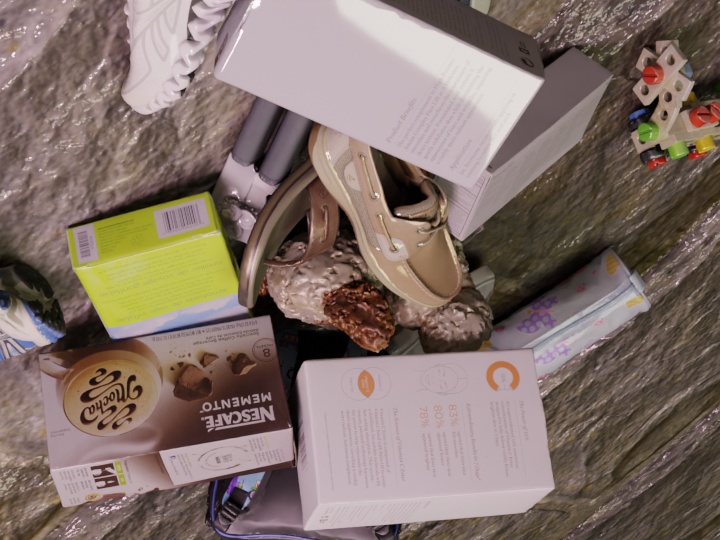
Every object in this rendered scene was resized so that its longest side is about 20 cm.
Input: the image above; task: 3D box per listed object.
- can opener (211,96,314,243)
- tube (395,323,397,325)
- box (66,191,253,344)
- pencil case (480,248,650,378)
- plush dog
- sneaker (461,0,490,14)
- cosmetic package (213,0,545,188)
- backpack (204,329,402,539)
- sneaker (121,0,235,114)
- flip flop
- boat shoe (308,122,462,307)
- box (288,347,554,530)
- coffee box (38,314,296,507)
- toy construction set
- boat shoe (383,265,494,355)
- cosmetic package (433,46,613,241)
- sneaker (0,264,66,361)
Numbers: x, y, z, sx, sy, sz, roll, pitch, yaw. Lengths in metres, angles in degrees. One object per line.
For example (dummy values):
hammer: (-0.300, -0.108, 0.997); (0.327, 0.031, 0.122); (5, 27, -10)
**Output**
can opener: (-0.072, -0.100, 1.182); (0.066, 0.053, 0.200); (-50, 172, -46)
tube: (0.006, 0.077, 1.498); (0.052, 0.058, 0.200); (19, 128, -13)
box: (-0.160, 0.019, 1.244); (0.122, 0.048, 0.200); (-15, 149, -2)
pencil case: (0.217, 0.059, 1.616); (0.200, 0.083, 0.091); (-33, 171, 2)
plush dog: (0.000, 0.000, 1.291); (0.172, 0.200, 0.161); (-17, 114, -40)
sneaker: (0.036, -0.162, 1.159); (0.084, 0.075, 0.200); (-11, 138, -22)
cosmetic package: (0.012, -0.144, 0.992); (0.200, 0.074, 0.102); (24, 120, -16)
backpack: (-0.044, 0.162, 1.363); (0.182, 0.200, 0.135); (3, 158, 2)
sneaker: (-0.128, -0.184, 0.992); (0.081, 0.075, 0.200); (23, 139, -15)
flip flop: (-0.034, -0.051, 1.197); (0.200, 0.058, 0.081); (-52, 172, -17)
boat shoe: (0.035, -0.045, 1.178); (0.072, 0.065, 0.200); (-55, 127, -32)
box: (0.049, 0.143, 1.250); (0.200, 0.125, 0.097); (-2, 159, -11)
coffee box: (-0.161, 0.118, 1.247); (0.200, 0.113, 0.080); (-9, 148, -6)
toy construction set: (0.330, -0.155, 1.400); (0.200, 0.092, 0.131); (5, 159, -34)
boat shoe: (0.086, 0.057, 1.449); (0.072, 0.069, 0.200); (-34, -178, 33)
cosmetic package: (0.135, -0.112, 1.261); (0.200, 0.051, 0.083); (-39, 162, -40)
sneaker: (-0.306, 0.027, 1.124); (0.085, 0.077, 0.200); (-31, 149, 8)
